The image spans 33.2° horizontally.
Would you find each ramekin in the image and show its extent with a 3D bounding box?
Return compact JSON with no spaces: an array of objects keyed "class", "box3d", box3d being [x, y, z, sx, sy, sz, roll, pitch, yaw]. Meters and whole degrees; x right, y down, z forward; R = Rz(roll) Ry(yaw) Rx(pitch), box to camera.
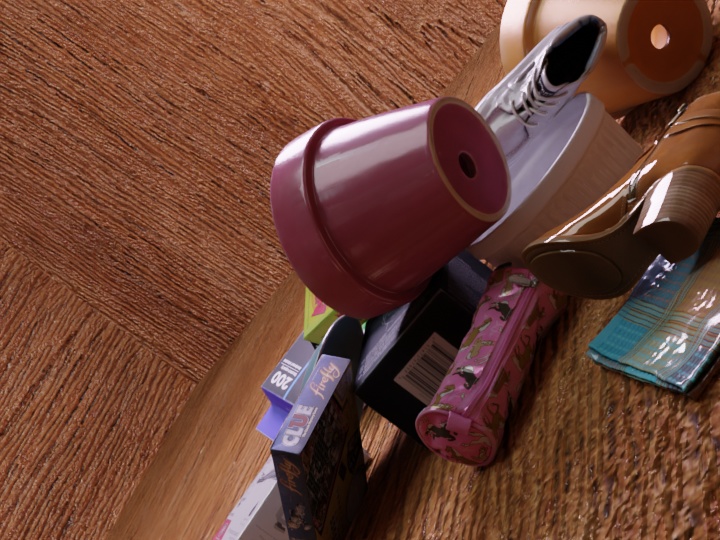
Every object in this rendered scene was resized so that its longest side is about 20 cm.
[{"class":"ramekin","box3d":[0.204,-0.070,1.221,0.200,0.105,0.200,-51,8,10]}]

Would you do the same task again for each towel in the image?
[{"class":"towel","box3d":[0.243,0.020,0.895,0.147,0.022,0.200,-54,8,-2]}]

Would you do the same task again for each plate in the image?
[{"class":"plate","box3d":[-0.035,0.146,1.336,0.200,0.025,0.202,8,-90,-73]}]

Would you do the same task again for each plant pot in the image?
[{"class":"plant pot","box3d":[0.285,-0.261,1.348,0.201,0.200,0.183,-54,23,-7]},{"class":"plant pot","box3d":[0.041,-0.075,1.183,0.178,0.200,0.200,-25,23,36]}]

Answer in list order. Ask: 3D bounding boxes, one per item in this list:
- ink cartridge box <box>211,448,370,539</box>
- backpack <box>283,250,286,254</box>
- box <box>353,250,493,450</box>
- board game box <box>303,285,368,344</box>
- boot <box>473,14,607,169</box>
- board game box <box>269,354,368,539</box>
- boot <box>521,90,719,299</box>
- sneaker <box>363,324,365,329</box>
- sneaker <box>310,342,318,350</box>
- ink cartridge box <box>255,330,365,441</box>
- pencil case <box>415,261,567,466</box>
[{"class":"ink cartridge box","box3d":[-0.089,0.282,1.466,0.201,0.083,0.146,-55,8,-15]},{"class":"backpack","box3d":[0.024,-0.060,1.514,0.164,0.199,0.154,-55,17,25]},{"class":"box","box3d":[0.082,0.071,1.304,0.149,0.107,0.200,-51,9,18]},{"class":"board game box","box3d":[0.000,0.000,1.395,0.200,0.047,0.102,-44,38,48]},{"class":"boot","box3d":[0.171,-0.178,1.223,0.200,0.073,0.096,-53,2,-6]},{"class":"board game box","box3d":[-0.039,0.207,1.256,0.136,0.034,0.201,-60,-28,-45]},{"class":"boot","box3d":[0.230,-0.062,0.993,0.200,0.074,0.155,-18,35,52]},{"class":"sneaker","box3d":[0.030,0.050,1.792,0.200,0.083,0.074,-54,7,4]},{"class":"sneaker","box3d":[-0.011,0.111,1.574,0.067,0.090,0.200,-54,30,-8]},{"class":"ink cartridge box","box3d":[-0.059,0.164,1.707,0.201,0.043,0.198,-55,32,-10]},{"class":"pencil case","box3d":[0.122,0.085,1.111,0.082,0.087,0.200,-1,44,39]}]
